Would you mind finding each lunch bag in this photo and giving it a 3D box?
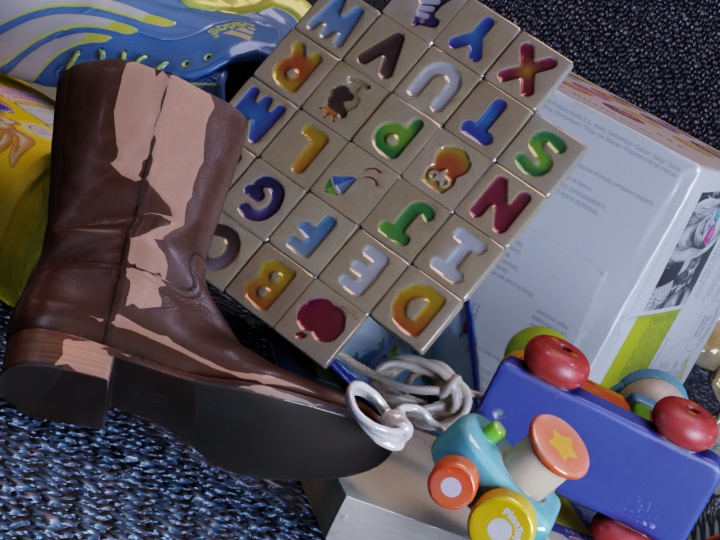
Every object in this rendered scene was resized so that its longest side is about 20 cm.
[{"bbox_3d":[0.000,0.000,1.099,0.201,0.127,0.170,62,0,-20],"label":"lunch bag"}]

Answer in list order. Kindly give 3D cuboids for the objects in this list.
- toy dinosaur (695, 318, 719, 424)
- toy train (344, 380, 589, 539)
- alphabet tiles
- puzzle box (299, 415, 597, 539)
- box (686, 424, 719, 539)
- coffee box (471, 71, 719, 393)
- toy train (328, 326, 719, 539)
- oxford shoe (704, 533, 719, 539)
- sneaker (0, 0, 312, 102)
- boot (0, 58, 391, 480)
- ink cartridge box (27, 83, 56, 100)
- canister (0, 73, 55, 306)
[{"bbox_3d":[0.274,0.069,1.455,0.199,0.102,0.058,23,12,-11],"label":"toy dinosaur"},{"bbox_3d":[0.073,0.119,0.825,0.150,0.056,0.201,28,28,-48],"label":"toy train"},{"bbox_3d":[0.007,-0.055,0.979,0.166,0.200,0.006,36,-12,20],"label":"alphabet tiles"},{"bbox_3d":[0.061,0.124,0.976,0.199,0.026,0.133,22,12,-19],"label":"puzzle box"},{"bbox_3d":[0.258,0.168,1.067,0.068,0.083,0.200,15,15,-43],"label":"box"},{"bbox_3d":[0.123,-0.017,1.275,0.199,0.201,0.197,32,13,25],"label":"coffee box"},{"bbox_3d":[0.084,0.059,1.004,0.199,0.085,0.116,26,19,-1],"label":"toy train"},{"bbox_3d":[0.232,0.198,0.972,0.200,0.071,0.073,37,-12,51],"label":"oxford shoe"},{"bbox_3d":[-0.114,-0.119,1.064,0.199,0.076,0.105,-3,30,-8],"label":"sneaker"},{"bbox_3d":[-0.066,-0.009,0.925,0.185,0.064,0.201,16,48,-11],"label":"boot"},{"bbox_3d":[-0.125,-0.091,1.246,0.145,0.088,0.200,33,0,26],"label":"ink cartridge box"},{"bbox_3d":[-0.192,-0.053,1.062,0.200,0.087,0.148,32,13,31],"label":"canister"}]
